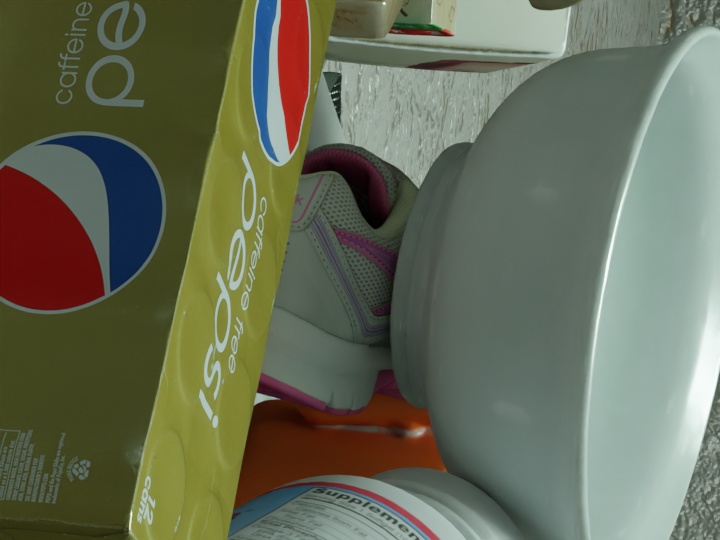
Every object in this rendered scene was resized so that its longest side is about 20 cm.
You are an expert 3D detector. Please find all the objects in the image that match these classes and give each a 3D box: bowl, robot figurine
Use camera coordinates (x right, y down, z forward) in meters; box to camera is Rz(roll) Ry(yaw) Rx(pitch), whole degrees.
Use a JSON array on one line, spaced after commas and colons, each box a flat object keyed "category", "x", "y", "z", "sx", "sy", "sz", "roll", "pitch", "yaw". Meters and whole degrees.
[{"category": "bowl", "x": 0.069, "y": 0.008, "z": 0.796, "sx": 0.201, "sy": 0.090, "sz": 0.203, "roll": 11, "pitch": 90, "yaw": -69}, {"category": "robot figurine", "x": 0.009, "y": 0.118, "z": 0.963, "sx": 0.117, "sy": 0.198, "sz": 0.145, "roll": 52, "pitch": 44, "yaw": -73}]

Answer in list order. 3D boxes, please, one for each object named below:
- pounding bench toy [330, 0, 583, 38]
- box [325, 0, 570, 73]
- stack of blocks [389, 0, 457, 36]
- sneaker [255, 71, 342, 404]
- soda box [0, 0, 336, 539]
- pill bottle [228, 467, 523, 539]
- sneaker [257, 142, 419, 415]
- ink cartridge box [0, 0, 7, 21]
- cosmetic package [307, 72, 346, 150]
[{"category": "pounding bench toy", "x": -0.005, "y": -0.177, "z": 0.771, "sx": 0.124, "sy": 0.198, "sz": 0.157, "roll": -65, "pitch": 158, "yaw": -58}, {"category": "box", "x": 0.032, "y": -0.161, "z": 1.052, "sx": 0.200, "sy": 0.108, "sz": 0.129, "roll": -148, "pitch": -117, "yaw": -83}, {"category": "stack of blocks", "x": -0.016, "y": -0.199, "z": 0.919, "sx": 0.059, "sy": 0.114, "sz": 0.202, "roll": -5, "pitch": 99, "yaw": -78}, {"category": "sneaker", "x": -0.010, "y": 0.000, "z": 1.103, "sx": 0.080, "sy": 0.085, "sz": 0.202, "roll": -59, "pitch": 151, "yaw": -68}, {"category": "soda box", "x": -0.053, "y": -0.021, "z": 0.527, "sx": 0.068, "sy": 0.063, "sz": 0.202, "roll": 68, "pitch": 29, "yaw": -59}, {"category": "pill bottle", "x": -0.022, "y": 0.124, "z": 0.672, "sx": 0.200, "sy": 0.108, "sz": 0.110, "roll": -22, "pitch": 118, "yaw": -61}, {"category": "sneaker", "x": 0.000, "y": 0.000, "z": 0.835, "sx": 0.200, "sy": 0.081, "sz": 0.089, "roll": -1, "pitch": 105, "yaw": -76}, {"category": "ink cartridge box", "x": -0.113, "y": -0.024, "z": 0.594, "sx": 0.146, "sy": 0.082, "sz": 0.201, "roll": 79, "pitch": 20, "yaw": -54}, {"category": "cosmetic package", "x": -0.045, "y": -0.033, "z": 0.928, "sx": 0.200, "sy": 0.082, "sz": 0.051, "roll": 71, "pitch": 28, "yaw": -65}]
